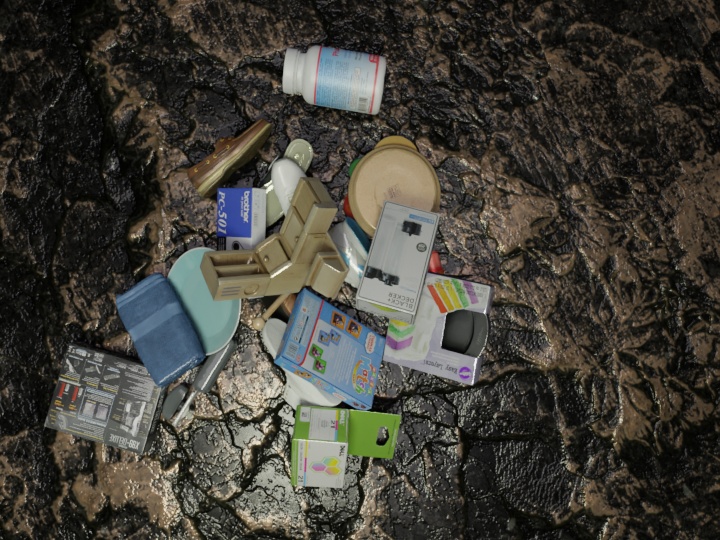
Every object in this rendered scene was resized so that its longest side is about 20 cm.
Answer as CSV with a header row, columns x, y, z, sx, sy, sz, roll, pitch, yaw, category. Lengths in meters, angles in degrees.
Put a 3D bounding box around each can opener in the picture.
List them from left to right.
x,y,z,sx,sy,sz,roll,pitch,yaw,category
-0.311,0.210,1.097,0.066,0.053,0.202,35,85,1,can opener

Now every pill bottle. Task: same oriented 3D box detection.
x,y,z,sx,sy,sz,roll,pitch,yaw,category
-0.051,-0.379,1.123,0.194,0.109,0.112,8,86,-3,pill bottle

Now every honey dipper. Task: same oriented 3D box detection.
x,y,z,sx,sy,sz,roll,pitch,yaw,category
-0.142,0.044,1.065,0.038,0.038,0.200,41,43,-1,honey dipper

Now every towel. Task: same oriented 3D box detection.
x,y,z,sx,sy,sz,roll,pitch,yaw,category
-0.377,0.110,1.074,0.110,0.049,0.202,-31,71,-9,towel

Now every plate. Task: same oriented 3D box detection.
x,y,z,sx,sy,sz,roll,pitch,yaw,category
-0.299,0.059,1.091,0.195,0.025,0.207,-1,88,27,plate

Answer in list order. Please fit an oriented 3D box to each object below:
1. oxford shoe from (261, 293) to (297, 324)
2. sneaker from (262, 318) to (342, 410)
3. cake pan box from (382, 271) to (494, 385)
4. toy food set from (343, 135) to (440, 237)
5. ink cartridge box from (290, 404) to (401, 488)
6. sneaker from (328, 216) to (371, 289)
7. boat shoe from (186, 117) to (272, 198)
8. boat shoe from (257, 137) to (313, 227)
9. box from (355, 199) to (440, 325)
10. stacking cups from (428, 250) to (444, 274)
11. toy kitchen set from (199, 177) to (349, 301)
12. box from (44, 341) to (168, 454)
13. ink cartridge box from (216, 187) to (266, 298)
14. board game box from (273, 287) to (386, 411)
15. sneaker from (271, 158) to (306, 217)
x,y,z,sx,sy,sz,roll,pitch,yaw,category
-0.139,0.070,1.121,0.071,0.071,0.202,-32,85,-35,oxford shoe
-0.132,0.193,1.075,0.201,0.115,0.074,49,43,-1,sneaker
0.150,0.103,1.082,0.195,0.052,0.190,13,97,25,cake pan box
0.064,-0.155,1.145,0.197,0.049,0.201,-40,90,-5,toy food set
-0.028,0.332,1.056,0.194,0.077,0.151,5,129,-2,ink cartridge box
0.000,0.000,1.126,0.080,0.076,0.203,-30,93,19,sneaker
-0.259,-0.234,1.120,0.200,0.072,0.068,-44,91,-2,boat shoe
-0.162,-0.171,1.131,0.071,0.068,0.202,31,99,-24,boat shoe
0.071,-0.016,1.048,0.113,0.060,0.205,16,70,7,box
0.158,0.065,1.130,0.059,0.061,0.206,-17,87,-4,stacking cups
-0.137,-0.023,0.943,0.177,0.202,0.165,-5,48,-38,toy kitchen set
-0.478,0.242,1.087,0.194,0.050,0.162,15,86,-1,box
-0.230,-0.054,1.091,0.092,0.044,0.207,4,94,31,ink cartridge box
-0.050,0.148,1.060,0.197,0.036,0.154,32,49,-18,board game box
-0.113,-0.115,1.086,0.069,0.080,0.205,-21,110,-5,sneaker
